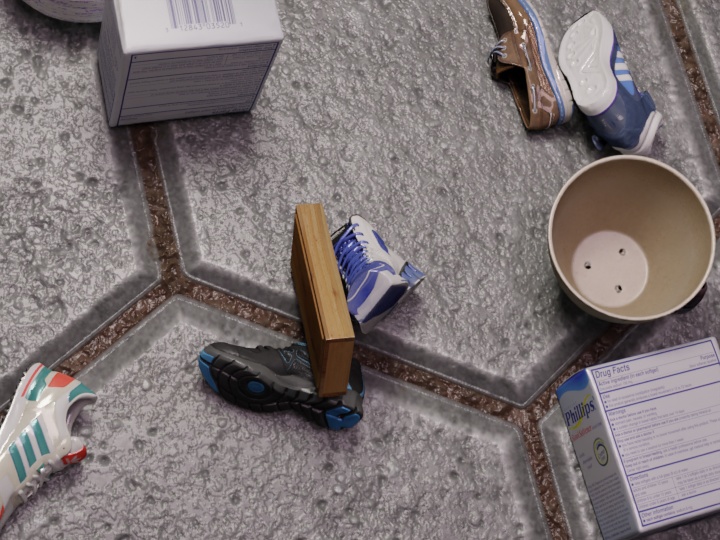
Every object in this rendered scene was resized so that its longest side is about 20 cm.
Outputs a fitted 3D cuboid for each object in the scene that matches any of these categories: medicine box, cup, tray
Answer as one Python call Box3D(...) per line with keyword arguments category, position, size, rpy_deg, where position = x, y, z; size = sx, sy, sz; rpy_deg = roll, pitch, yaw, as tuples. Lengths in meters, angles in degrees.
Box3D(category="medicine box", position=(-0.202, -0.260, 1.606), size=(0.179, 0.200, 0.104), rpy_deg=(-8, 75, -18))
Box3D(category="cup", position=(0.315, -0.019, 1.690), size=(0.197, 0.143, 0.203), rpy_deg=(1, 73, -2))
Box3D(category="medicine box", position=(0.356, 0.202, 1.654), size=(0.180, 0.103, 0.203), rpy_deg=(-11, 74, -19))
Box3D(category="tray", position=(-0.046, 0.031, 1.568), size=(0.036, 0.099, 0.202), rpy_deg=(-5, 49, -12))

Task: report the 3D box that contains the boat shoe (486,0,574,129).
Box3D(category="boat shoe", position=(0.206, -0.277, 1.802), size=(0.072, 0.072, 0.202), rpy_deg=(-21, 77, -20))

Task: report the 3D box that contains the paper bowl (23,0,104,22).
Box3D(category="paper bowl", position=(-0.340, -0.393, 1.677), size=(0.197, 0.104, 0.204), rpy_deg=(5, 70, -13))

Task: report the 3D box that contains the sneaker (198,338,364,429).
Box3D(category="sneaker", position=(-0.089, 0.118, 1.590), size=(0.197, 0.073, 0.083), rpy_deg=(20, 49, -13))

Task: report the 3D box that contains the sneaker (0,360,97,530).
Box3D(category="sneaker", position=(-0.344, 0.200, 1.479), size=(0.092, 0.071, 0.202), rpy_deg=(18, 64, -2))

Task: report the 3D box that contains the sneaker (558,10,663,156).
Box3D(category="sneaker", position=(0.336, -0.234, 1.833), size=(0.146, 0.080, 0.202), rpy_deg=(40, 33, -32))

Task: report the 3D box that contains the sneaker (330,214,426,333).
Box3D(category="sneaker", position=(0.000, 0.000, 1.596), size=(0.115, 0.199, 0.081), rpy_deg=(43, 102, 6))

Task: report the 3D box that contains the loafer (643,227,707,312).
Box3D(category="loafer", position=(0.388, -0.048, 1.774), size=(0.071, 0.063, 0.202), rpy_deg=(-18, 76, -20))
